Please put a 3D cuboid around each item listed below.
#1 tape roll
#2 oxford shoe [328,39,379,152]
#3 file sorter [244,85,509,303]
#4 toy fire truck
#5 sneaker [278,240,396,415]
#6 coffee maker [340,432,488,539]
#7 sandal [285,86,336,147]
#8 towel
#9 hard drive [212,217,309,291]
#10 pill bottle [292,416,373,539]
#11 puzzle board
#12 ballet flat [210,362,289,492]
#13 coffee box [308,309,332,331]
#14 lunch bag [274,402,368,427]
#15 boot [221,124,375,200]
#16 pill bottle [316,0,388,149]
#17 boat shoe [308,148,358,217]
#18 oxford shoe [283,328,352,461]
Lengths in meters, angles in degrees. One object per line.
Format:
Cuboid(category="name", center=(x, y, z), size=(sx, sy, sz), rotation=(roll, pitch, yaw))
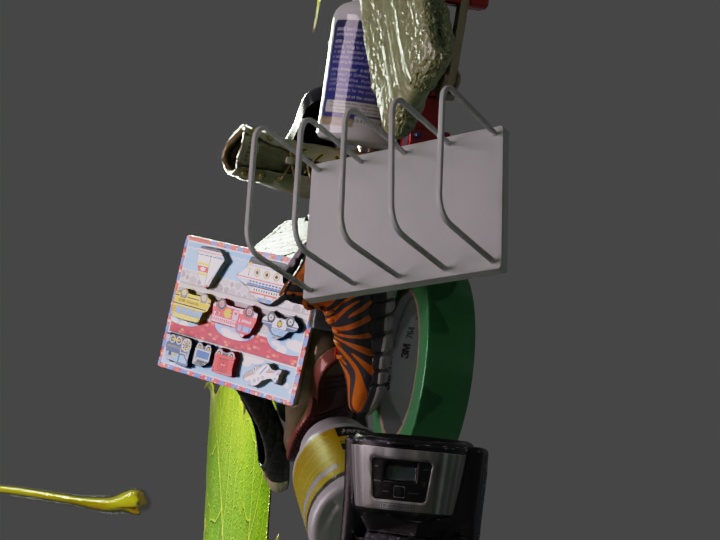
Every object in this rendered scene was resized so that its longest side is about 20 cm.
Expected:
Cuboid(category="tape roll", center=(0.058, 0.094, 1.422), size=(0.200, 0.048, 0.201), rotation=(-171, 90, -78))
Cuboid(category="oxford shoe", center=(-0.005, -0.199, 1.829), size=(0.071, 0.073, 0.200), rotation=(124, 143, -61))
Cuboid(category="file sorter", center=(0.015, -0.068, 1.298), size=(0.125, 0.200, 0.139), rotation=(36, -129, -54))
Cuboid(category="toy fire truck", center=(0.081, -0.204, 1.512), size=(0.141, 0.049, 0.200), rotation=(171, 106, -76))
Cuboid(category="sneaker", center=(-0.026, 0.045, 1.442), size=(0.078, 0.112, 0.200), rotation=(-116, 28, -73))
Cuboid(category="coffee maker", center=(0.034, 0.238, 1.234), size=(0.192, 0.134, 0.200), rotation=(149, 129, -76))
Cuboid(category="sandal", center=(-0.057, -0.150, 1.806), size=(0.200, 0.076, 0.043), rotation=(104, 156, -60))
Cuboid(category="towel", center=(0.046, -0.247, 1.482), size=(0.148, 0.036, 0.200), rotation=(122, 146, -50))
Cuboid(category="hard drive", center=(-0.064, -0.016, 1.685), size=(0.200, 0.140, 0.038), rotation=(-45, -59, -58))
Cuboid(category="pill bottle", center=(-0.011, 0.222, 1.505), size=(0.200, 0.111, 0.111), rotation=(-123, 43, -72))
Cuboid(category="puzzle board", center=(-0.132, 0.051, 1.590), size=(0.200, 0.017, 0.151), rotation=(13, 91, 36))
Cuboid(category="ballet flat", center=(-0.122, 0.169, 1.673), size=(0.066, 0.057, 0.200), rotation=(39, 148, 60))
Cuboid(category="coffee box", center=(0.000, 0.000, 1.578), size=(0.200, 0.044, 0.123), rotation=(0, -80, -75))
Cuboid(category="lunch bag", center=(-0.055, 0.108, 1.728), size=(0.164, 0.117, 0.200), rotation=(-112, 1, -66))
Cuboid(category="boot", center=(-0.066, -0.120, 1.702), size=(0.200, 0.154, 0.072), rotation=(4, 78, 65))
Cuboid(category="pill bottle", center=(0.023, -0.238, 1.639), size=(0.120, 0.120, 0.200), rotation=(-160, 78, -78))
Cuboid(category="boat shoe", center=(-0.033, -0.062, 1.908), size=(0.070, 0.070, 0.200), rotation=(-115, 36, -75))
Cuboid(category="oxford shoe", center=(-0.050, 0.131, 1.613), size=(0.075, 0.070, 0.200), rotation=(54, 141, 31))
